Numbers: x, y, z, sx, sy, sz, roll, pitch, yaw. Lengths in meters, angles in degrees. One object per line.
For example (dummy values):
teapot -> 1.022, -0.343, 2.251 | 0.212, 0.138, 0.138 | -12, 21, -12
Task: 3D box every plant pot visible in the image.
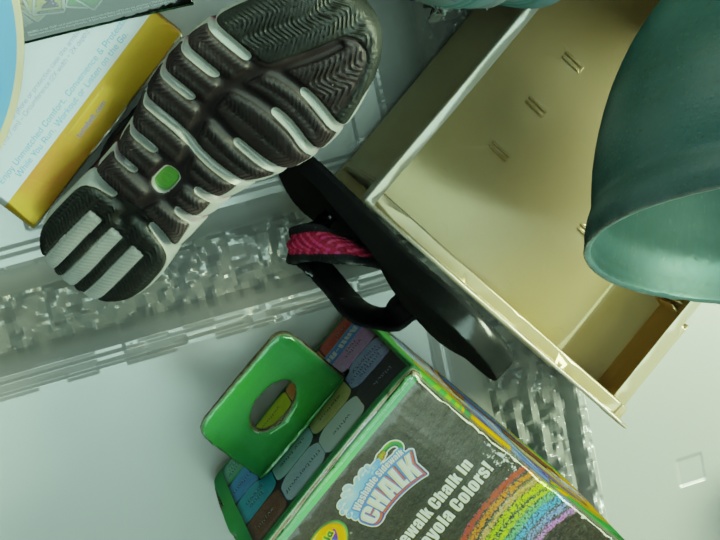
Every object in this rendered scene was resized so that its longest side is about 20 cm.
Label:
plant pot -> 0.195, -0.074, 0.711 | 0.198, 0.200, 0.136 | 5, 75, -15

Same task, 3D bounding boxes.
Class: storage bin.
storage bin -> 0.125, -0.057, 0.831 | 0.198, 0.094, 0.200 | 40, 89, -18

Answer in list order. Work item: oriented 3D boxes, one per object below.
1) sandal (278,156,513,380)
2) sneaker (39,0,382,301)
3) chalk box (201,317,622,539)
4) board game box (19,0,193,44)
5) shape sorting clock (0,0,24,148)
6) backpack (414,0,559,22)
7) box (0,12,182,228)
sandal -> 0.000, 0.000, 0.754 | 0.045, 0.200, 0.075 | -44, 126, 0
sneaker -> -0.067, -0.080, 0.757 | 0.199, 0.116, 0.076 | -37, 110, 25
chalk box -> 0.011, 0.110, 0.815 | 0.200, 0.124, 0.125 | 41, 91, -18
board game box -> -0.183, -0.147, 0.729 | 0.198, 0.023, 0.106 | -15, 106, -11
shape sorting clock -> -0.243, -0.096, 0.692 | 0.198, 0.039, 0.202 | -3, 101, -13
backpack -> 0.046, -0.202, 0.718 | 0.149, 0.200, 0.179 | 21, 96, -13
box -> -0.197, -0.128, 0.762 | 0.200, 0.041, 0.119 | 39, 90, -16
